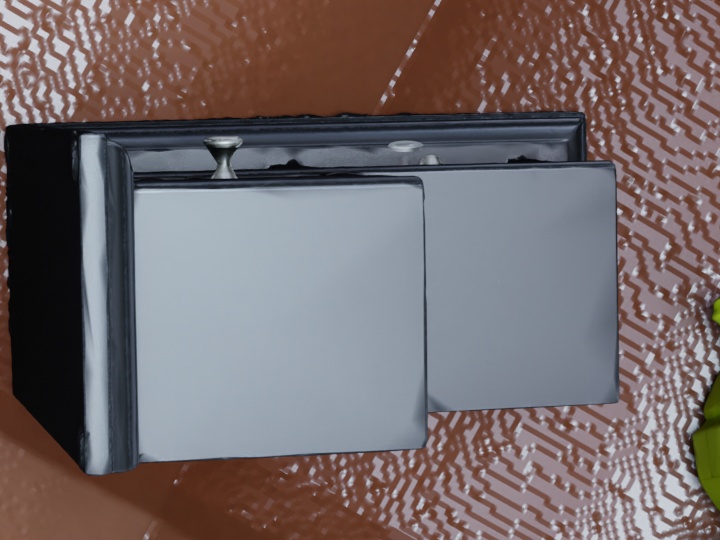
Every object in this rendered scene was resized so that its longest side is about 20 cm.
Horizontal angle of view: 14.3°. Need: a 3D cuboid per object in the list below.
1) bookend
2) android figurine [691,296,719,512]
[{"bbox_3d":[0.000,0.000,0.870,0.198,0.200,0.092,-2,94,-11],"label":"bookend"},{"bbox_3d":[0.196,0.077,0.983,0.182,0.041,0.200,-33,91,-14],"label":"android figurine"}]
